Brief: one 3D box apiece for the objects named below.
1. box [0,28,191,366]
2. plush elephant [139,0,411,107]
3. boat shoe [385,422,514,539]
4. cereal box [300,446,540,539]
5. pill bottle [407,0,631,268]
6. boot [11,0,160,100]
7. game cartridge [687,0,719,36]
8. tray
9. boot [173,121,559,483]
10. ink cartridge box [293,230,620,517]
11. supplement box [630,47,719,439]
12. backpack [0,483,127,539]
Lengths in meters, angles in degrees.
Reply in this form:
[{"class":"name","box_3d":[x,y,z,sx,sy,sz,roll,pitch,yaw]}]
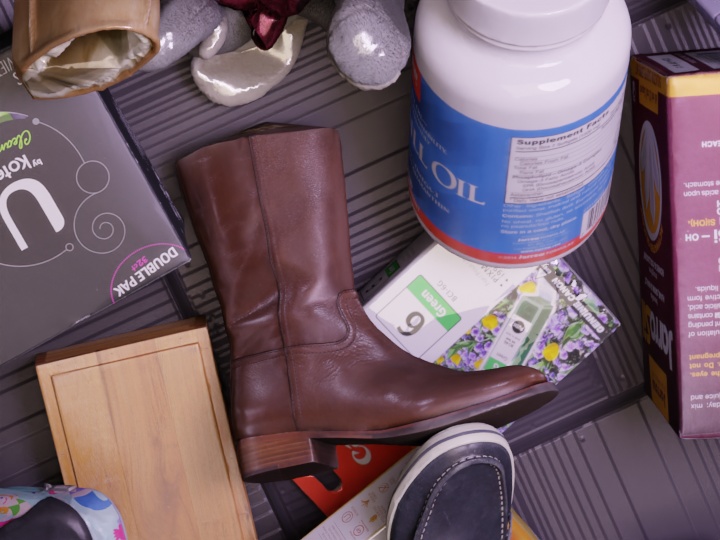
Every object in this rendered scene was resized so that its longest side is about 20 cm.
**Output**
[{"class":"box","box_3d":[-0.213,-0.029,1.403,0.200,0.124,0.149,-29,101,-1]},{"class":"plush elephant","box_3d":[-0.064,-0.160,1.382,0.155,0.200,0.165,-35,104,25]},{"class":"boat shoe","box_3d":[0.048,0.169,1.408,0.075,0.062,0.200,-4,124,-25]},{"class":"cereal box","box_3d":[0.006,0.196,1.475,0.200,0.040,0.144,-40,133,3]},{"class":"pill bottle","box_3d":[0.081,-0.099,1.355,0.112,0.112,0.200,-5,145,-4]},{"class":"boot","box_3d":[-0.160,-0.180,1.323,0.066,0.175,0.200,12,67,-32]},{"class":"game cartridge","box_3d":[0.247,-0.218,1.416,0.200,0.038,0.130,-38,59,2]},{"class":"tray","box_3d":[-0.113,0.135,1.487,0.099,0.037,0.200,-13,102,-2]},{"class":"boot","box_3d":[0.000,0.000,1.420,0.186,0.064,0.200,-13,76,10]},{"class":"ink cartridge box","box_3d":[0.035,0.055,1.477,0.200,0.050,0.109,-43,101,3]},{"class":"supplement box","box_3d":[0.203,-0.018,1.448,0.086,0.110,0.200,-4,101,-4]},{"class":"backpack","box_3d":[-0.216,0.199,1.423,0.200,0.151,0.178,-3,103,35]}]
